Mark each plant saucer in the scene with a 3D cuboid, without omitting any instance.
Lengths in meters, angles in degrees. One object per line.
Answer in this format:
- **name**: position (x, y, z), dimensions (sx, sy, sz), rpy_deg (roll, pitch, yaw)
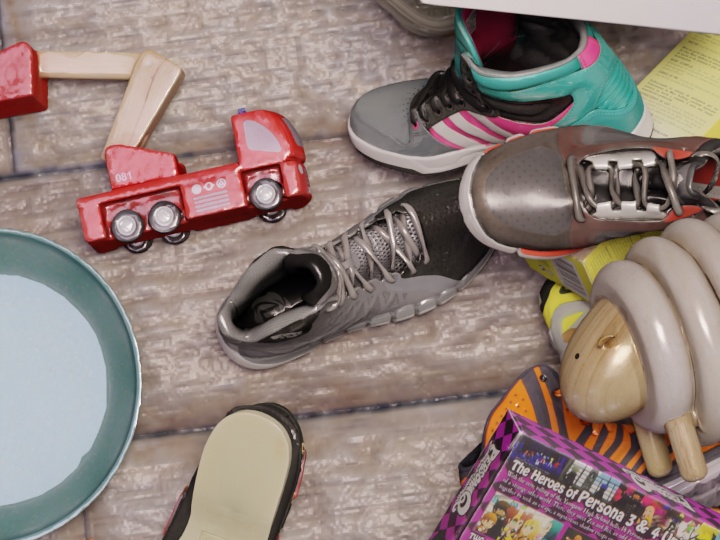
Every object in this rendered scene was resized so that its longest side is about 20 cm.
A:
- **plant saucer**: position (-0.234, 0.074, 1.278), dimensions (0.198, 0.036, 0.202), rpy_deg (0, 82, 2)

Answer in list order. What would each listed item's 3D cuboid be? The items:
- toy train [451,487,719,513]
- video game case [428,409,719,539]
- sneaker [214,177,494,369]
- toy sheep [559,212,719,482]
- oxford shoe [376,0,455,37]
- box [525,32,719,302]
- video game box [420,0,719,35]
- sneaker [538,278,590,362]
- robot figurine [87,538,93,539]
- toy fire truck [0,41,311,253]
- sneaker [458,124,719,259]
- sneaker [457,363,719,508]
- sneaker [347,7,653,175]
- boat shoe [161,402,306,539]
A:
- **toy train**: position (0.157, 0.154, 1.227), dimensions (0.199, 0.085, 0.115), rpy_deg (21, 72, 8)
- **video game case**: position (0.119, 0.195, 1.115), dimensions (0.199, 0.036, 0.182), rpy_deg (26, 104, -18)
- **sneaker**: position (0.000, 0.000, 1.235), dimensions (0.199, 0.116, 0.075), rpy_deg (-29, 81, -1)
- **toy sheep**: position (0.199, 0.033, 1.100), dimensions (0.199, 0.138, 0.139), rpy_deg (-19, 81, -15)
- **oxford shoe**: position (0.009, -0.218, 1.299), dimensions (0.075, 0.058, 0.200), rpy_deg (-42, 67, 0)
- **box**: position (0.184, -0.071, 1.236), dimensions (0.200, 0.050, 0.075), rpy_deg (-45, 44, -15)
- **video game box**: position (0.099, -0.202, 1.199), dimensions (0.199, 0.182, 0.047), rpy_deg (3, 117, -24)
- **sneaker**: position (0.200, -0.008, 1.248), dimensions (0.199, 0.075, 0.077), rpy_deg (-32, 71, -8)
- **robot figurine**: position (-0.131, 0.265, 1.204), dimensions (0.145, 0.058, 0.200), rpy_deg (-40, 98, 21)
- **toy fire truck**: position (-0.139, -0.087, 1.289), dimensions (0.198, 0.049, 0.142), rpy_deg (-13, 81, 1)
- **sneaker**: position (0.156, -0.052, 1.142), dimensions (0.198, 0.082, 0.078), rpy_deg (-4, 84, -13)
- **sneaker**: position (0.148, 0.095, 1.172), dimensions (0.199, 0.078, 0.113), rpy_deg (-20, 65, -14)
- **sneaker**: position (0.067, -0.119, 1.217), dimensions (0.199, 0.121, 0.084), rpy_deg (0, 51, 27)
- **boat shoe**: position (-0.089, 0.175, 1.242), dimensions (0.073, 0.063, 0.203), rpy_deg (25, 99, 8)
